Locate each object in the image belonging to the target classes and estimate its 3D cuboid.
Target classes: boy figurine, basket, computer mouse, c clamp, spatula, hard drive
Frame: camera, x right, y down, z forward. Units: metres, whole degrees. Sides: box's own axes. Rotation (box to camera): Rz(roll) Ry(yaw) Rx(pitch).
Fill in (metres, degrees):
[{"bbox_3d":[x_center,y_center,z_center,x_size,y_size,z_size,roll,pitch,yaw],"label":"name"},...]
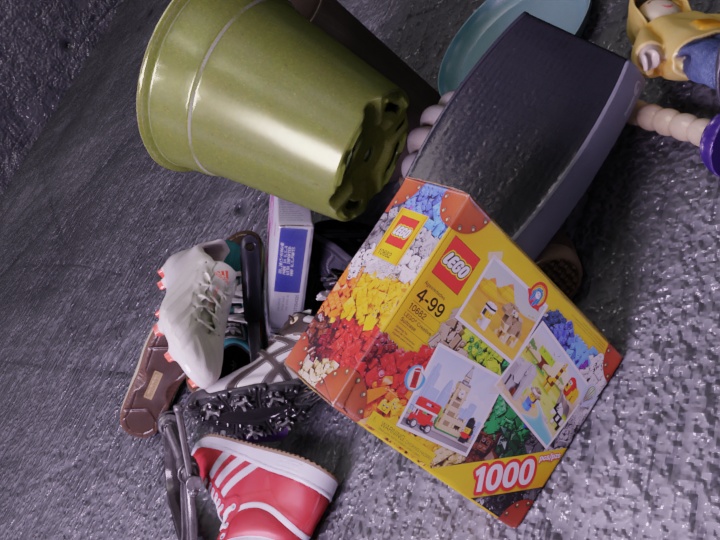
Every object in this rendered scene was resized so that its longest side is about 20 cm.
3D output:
[{"bbox_3d":[0.274,-0.186,0.623,0.121,0.066,0.201,-13,28,2],"label":"boy figurine"},{"bbox_3d":[-0.017,-0.210,0.895,0.178,0.199,0.138,0,58,49],"label":"basket"},{"bbox_3d":[0.000,0.000,0.778,0.200,0.135,0.054,-136,47,-62],"label":"computer mouse"},{"bbox_3d":[-0.177,0.197,0.774,0.199,0.026,0.175,-173,76,-69],"label":"c clamp"},{"bbox_3d":[-0.104,0.066,0.768,0.021,0.055,0.205,145,121,-74],"label":"spatula"},{"bbox_3d":[0.122,-0.104,0.619,0.134,0.042,0.202,33,84,23],"label":"hard drive"}]

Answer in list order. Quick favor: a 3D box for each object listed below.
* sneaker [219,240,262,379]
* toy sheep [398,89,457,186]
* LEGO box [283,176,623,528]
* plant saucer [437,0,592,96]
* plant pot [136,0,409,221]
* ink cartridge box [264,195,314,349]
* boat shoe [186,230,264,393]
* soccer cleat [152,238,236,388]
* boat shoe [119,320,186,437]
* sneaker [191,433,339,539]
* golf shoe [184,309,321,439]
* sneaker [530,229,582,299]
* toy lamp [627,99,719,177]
[{"bbox_3d":[-0.132,0.059,0.819,0.080,0.070,0.205,125,138,-71],"label":"sneaker"},{"bbox_3d":[0.106,-0.107,0.718,0.201,0.137,0.137,-53,33,-4],"label":"toy sheep"},{"bbox_3d":[0.070,0.060,0.536,0.150,0.199,0.077,-55,33,-6],"label":"LEGO box"},{"bbox_3d":[0.171,-0.252,0.864,0.198,0.027,0.203,-32,39,29],"label":"plant saucer"},{"bbox_3d":[-0.061,-0.142,0.699,0.188,0.200,0.202,29,80,18],"label":"plant pot"},{"bbox_3d":[-0.082,-0.033,0.850,0.202,0.042,0.199,-100,15,-48],"label":"ink cartridge box"},{"bbox_3d":[-0.148,0.056,0.913,0.070,0.076,0.204,5,68,26],"label":"boat shoe"},{"bbox_3d":[-0.150,0.030,0.738,0.077,0.070,0.201,-31,34,3],"label":"soccer cleat"},{"bbox_3d":[-0.239,0.106,0.973,0.204,0.074,0.075,-54,17,12],"label":"boat shoe"},{"bbox_3d":[-0.114,0.222,0.725,0.198,0.071,0.114,-4,53,46],"label":"sneaker"},{"bbox_3d":[-0.067,0.092,0.733,0.195,0.079,0.096,-13,50,-4],"label":"golf shoe"},{"bbox_3d":[0.095,0.032,0.665,0.198,0.071,0.076,-31,27,17],"label":"sneaker"},{"bbox_3d":[0.233,-0.131,0.649,0.058,0.058,0.200,-50,36,2],"label":"toy lamp"}]
